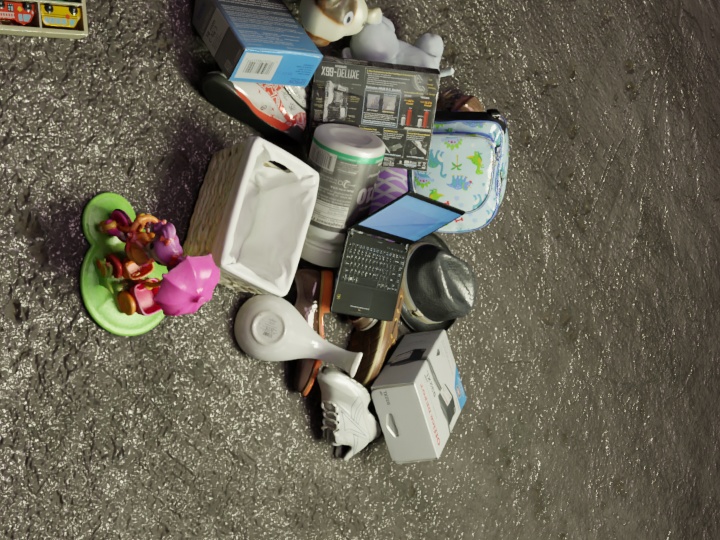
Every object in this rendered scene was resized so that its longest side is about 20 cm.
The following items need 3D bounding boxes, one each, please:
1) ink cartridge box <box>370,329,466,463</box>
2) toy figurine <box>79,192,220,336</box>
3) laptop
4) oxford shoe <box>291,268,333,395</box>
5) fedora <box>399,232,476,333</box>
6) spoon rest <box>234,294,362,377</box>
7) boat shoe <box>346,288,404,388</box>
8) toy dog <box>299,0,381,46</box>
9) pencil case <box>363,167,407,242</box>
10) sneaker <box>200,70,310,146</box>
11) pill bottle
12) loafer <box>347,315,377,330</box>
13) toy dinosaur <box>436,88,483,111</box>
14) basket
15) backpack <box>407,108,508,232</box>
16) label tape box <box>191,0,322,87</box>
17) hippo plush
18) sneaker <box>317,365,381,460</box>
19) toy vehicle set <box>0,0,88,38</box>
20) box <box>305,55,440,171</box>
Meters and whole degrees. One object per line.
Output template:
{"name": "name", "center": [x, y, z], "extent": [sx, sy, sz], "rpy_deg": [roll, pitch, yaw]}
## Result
{"name": "ink cartridge box", "center": [0.102, 0.211, 1.679], "extent": [0.200, 0.083, 0.146], "rpy_deg": [-49, 125, -60]}
{"name": "toy figurine", "center": [-0.265, -0.012, 1.296], "extent": [0.150, 0.183, 0.202], "rpy_deg": [-26, 106, -42]}
{"name": "laptop", "center": [0.059, -0.016, 1.533], "extent": [0.177, 0.103, 0.202], "rpy_deg": [13, 90, -54]}
{"name": "oxford shoe", "center": [-0.092, 0.096, 1.563], "extent": [0.072, 0.071, 0.202], "rpy_deg": [8, 90, -10]}
{"name": "fedora", "center": [0.145, 0.021, 1.765], "extent": [0.200, 0.091, 0.203], "rpy_deg": [2, 87, -45]}
{"name": "spoon rest", "center": [-0.096, 0.107, 1.501], "extent": [0.199, 0.061, 0.100], "rpy_deg": [24, 85, -1]}
{"name": "boat shoe", "center": [0.033, 0.108, 1.667], "extent": [0.067, 0.072, 0.202], "rpy_deg": [30, 65, -38]}
{"name": "toy dog", "center": [-0.047, -0.442, 1.520], "extent": [0.192, 0.140, 0.201], "rpy_deg": [9, 51, -26]}
{"name": "pencil case", "center": [0.040, -0.136, 1.637], "extent": [0.086, 0.083, 0.201], "rpy_deg": [64, 24, -56]}
{"name": "sneaker", "center": [-0.154, -0.279, 1.498], "extent": [0.201, 0.067, 0.109], "rpy_deg": [29, 68, -44]}
{"name": "pill bottle", "center": [-0.038, -0.115, 1.530], "extent": [0.113, 0.113, 0.201], "rpy_deg": [-12, 126, -44]}
{"name": "loafer", "center": [0.000, 0.000, 1.646], "extent": [0.071, 0.073, 0.202], "rpy_deg": [21, 65, -38]}
{"name": "toy dinosaur", "center": [0.184, -0.285, 1.826], "extent": [0.200, 0.085, 0.136], "rpy_deg": [-40, 109, -44]}
{"name": "basket", "center": [-0.164, -0.073, 1.440], "extent": [0.135, 0.123, 0.202], "rpy_deg": [28, 69, -40]}
{"name": "backpack", "center": [0.163, -0.167, 1.715], "extent": [0.147, 0.181, 0.202], "rpy_deg": [-60, 150, -63]}
{"name": "label tape box", "center": [-0.166, -0.363, 1.466], "extent": [0.143, 0.063, 0.201], "rpy_deg": [-4, 51, -41]}
{"name": "hippo plush", "center": [0.043, -0.340, 1.655], "extent": [0.160, 0.160, 0.201], "rpy_deg": [27, 27, -14]}
{"name": "sneaker", "center": [-0.027, 0.232, 1.585], "extent": [0.087, 0.074, 0.201], "rpy_deg": [-47, 135, -25]}
{"name": "toy vehicle set", "center": [-0.441, -0.361, 1.240], "extent": [0.199, 0.026, 0.126], "rpy_deg": [-9, 95, -45]}
{"name": "box", "center": [0.018, -0.247, 1.560], "extent": [0.050, 0.198, 0.159], "rpy_deg": [-92, -172, -67]}
